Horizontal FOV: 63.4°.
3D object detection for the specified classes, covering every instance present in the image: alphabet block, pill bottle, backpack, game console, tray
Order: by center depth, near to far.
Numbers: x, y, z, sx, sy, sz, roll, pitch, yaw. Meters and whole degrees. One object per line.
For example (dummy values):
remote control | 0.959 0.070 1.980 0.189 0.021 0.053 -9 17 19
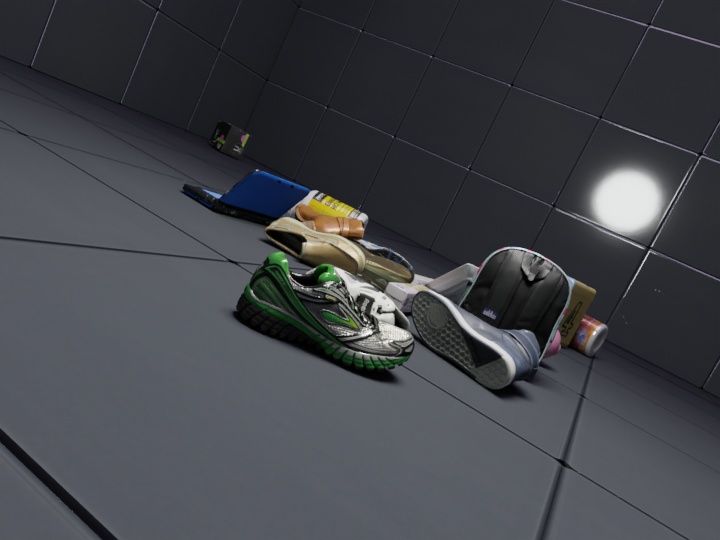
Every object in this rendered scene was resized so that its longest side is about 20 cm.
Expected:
backpack | 0.271 0.062 1.037 0.177 0.200 0.151 27 7 13
tray | 0.190 0.045 1.183 0.107 0.022 0.200 22 -30 -26
game console | -0.240 -0.172 1.245 0.171 0.118 0.200 30 9 28
pill bottle | -0.092 -0.129 1.455 0.200 0.113 0.112 26 8 6
alphabet block | 0.529 0.090 1.691 0.195 0.197 0.200 34 11 37
pill bottle | 0.664 0.178 1.848 0.200 0.112 0.112 32 10 39

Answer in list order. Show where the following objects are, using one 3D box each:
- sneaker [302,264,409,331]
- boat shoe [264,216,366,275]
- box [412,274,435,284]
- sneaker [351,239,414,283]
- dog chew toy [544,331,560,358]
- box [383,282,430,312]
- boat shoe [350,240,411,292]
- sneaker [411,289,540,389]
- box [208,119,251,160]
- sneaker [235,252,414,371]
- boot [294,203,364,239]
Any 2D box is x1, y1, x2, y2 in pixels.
sneaker | -0.003 0.047 0.729 0.088 0.074 0.200 29 9 35
boat shoe | -0.089 -0.037 1.083 0.200 0.072 0.076 21 20 18
box | 0.162 0.040 1.421 0.041 0.039 0.200 29 8 31
sneaker | 0.034 -0.029 1.327 0.200 0.076 0.077 28 12 3
dog chew toy | 0.329 0.112 1.215 0.200 0.125 0.125 33 7 -5
box | 0.094 0.050 1.083 0.041 0.039 0.200 29 8 22
boat shoe | -0.002 -0.007 1.150 0.200 0.063 0.073 23 24 -3
sneaker | 0.181 0.101 0.897 0.146 0.077 0.202 0 34 -47
box | -0.687 -0.686 3.063 0.124 0.149 0.200 22 8 -38
sneaker | -0.026 0.046 0.627 0.200 0.085 0.078 24 8 -18
boot | -0.069 -0.099 1.289 0.155 0.074 0.200 -2 24 0
